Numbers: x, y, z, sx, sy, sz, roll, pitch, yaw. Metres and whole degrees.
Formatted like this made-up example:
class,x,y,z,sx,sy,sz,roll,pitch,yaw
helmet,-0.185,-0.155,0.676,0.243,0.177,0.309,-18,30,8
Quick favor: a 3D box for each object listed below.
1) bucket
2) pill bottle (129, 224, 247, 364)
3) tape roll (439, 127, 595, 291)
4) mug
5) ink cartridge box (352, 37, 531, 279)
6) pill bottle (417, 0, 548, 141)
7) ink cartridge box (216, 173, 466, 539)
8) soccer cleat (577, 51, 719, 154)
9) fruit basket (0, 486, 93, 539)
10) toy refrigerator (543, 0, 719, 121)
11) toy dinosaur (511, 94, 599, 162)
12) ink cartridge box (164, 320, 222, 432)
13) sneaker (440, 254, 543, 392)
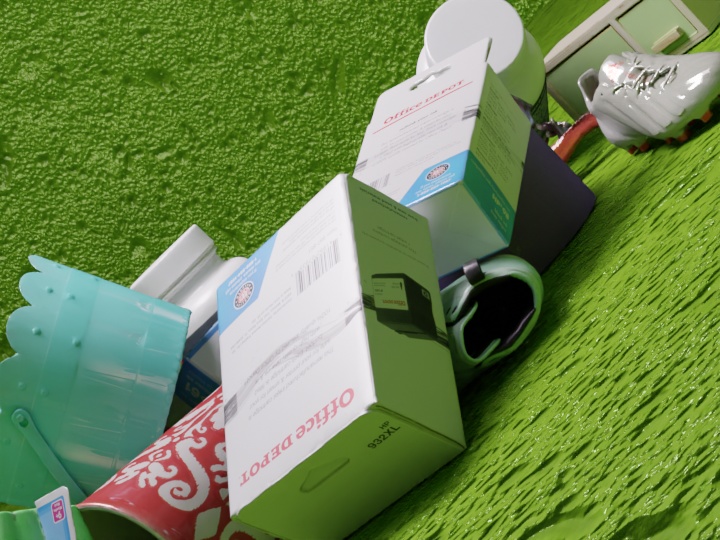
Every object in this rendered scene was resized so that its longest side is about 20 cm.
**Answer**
class,x,y,z,sx,sy,sz,roll,pitch,yaw
bucket,-0.219,0.099,1.439,0.207,0.135,0.207,-164,90,-83
pill bottle,-0.122,0.058,1.777,0.120,0.200,0.120,-44,6,5
tape roll,0.089,-0.023,1.484,0.200,0.085,0.200,-43,7,7
mug,-0.125,0.167,1.337,0.177,0.134,0.200,-8,26,39
ink cartridge box,0.059,-0.077,1.365,0.116,0.067,0.200,-26,28,29
pill bottle,0.116,-0.171,1.731,0.120,0.120,0.200,-45,-21,-11
ink cartridge box,-0.018,0.061,1.212,0.145,0.084,0.200,-40,39,31
soccer cleat,0.222,-0.138,1.411,0.069,0.078,0.200,-46,6,-14
fruit basket,-0.224,0.264,1.217,0.185,0.094,0.200,-36,55,50
toy refrigerator,0.257,-0.220,1.757,0.200,0.076,0.070,-36,10,51
toy dinosaur,0.116,-0.063,1.601,0.200,0.105,0.182,-10,54,58
ink cartridge box,-0.098,0.112,1.528,0.145,0.085,0.200,-48,-13,-43
sneaker,0.041,0.061,1.252,0.200,0.074,0.118,-41,0,3
